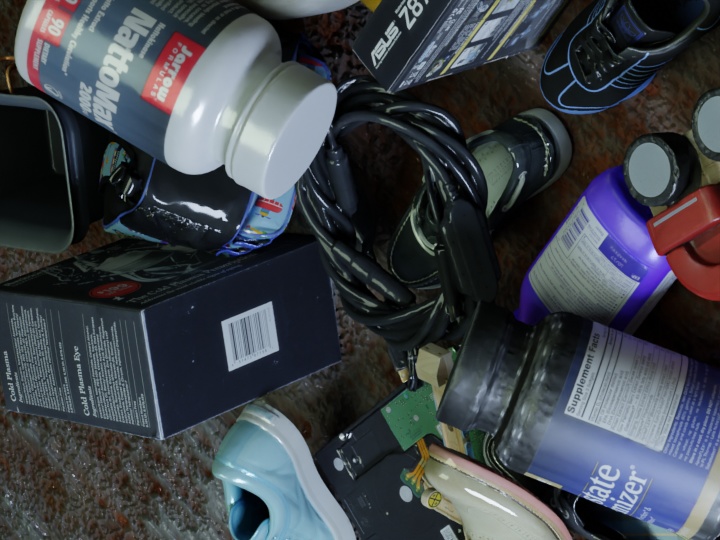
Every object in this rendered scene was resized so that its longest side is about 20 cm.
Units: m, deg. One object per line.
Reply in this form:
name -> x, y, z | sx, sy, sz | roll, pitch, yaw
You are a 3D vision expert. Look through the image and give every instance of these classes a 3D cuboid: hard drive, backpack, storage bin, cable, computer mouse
hard drive -> 0.062, 0.149, 1.763 | 0.200, 0.038, 0.140 | -43, 74, 44
backpack -> -0.120, -0.096, 1.766 | 0.200, 0.134, 0.183 | 155, 134, -71
storage bin -> -0.254, -0.106, 1.909 | 0.200, 0.134, 0.146 | 8, 109, 41
cable -> 0.022, -0.042, 1.643 | 0.163, 0.051, 0.200 | -3, 113, 49
computer mouse -> 0.000, 0.000, 1.739 | 0.059, 0.034, 0.200 | 115, 136, -58

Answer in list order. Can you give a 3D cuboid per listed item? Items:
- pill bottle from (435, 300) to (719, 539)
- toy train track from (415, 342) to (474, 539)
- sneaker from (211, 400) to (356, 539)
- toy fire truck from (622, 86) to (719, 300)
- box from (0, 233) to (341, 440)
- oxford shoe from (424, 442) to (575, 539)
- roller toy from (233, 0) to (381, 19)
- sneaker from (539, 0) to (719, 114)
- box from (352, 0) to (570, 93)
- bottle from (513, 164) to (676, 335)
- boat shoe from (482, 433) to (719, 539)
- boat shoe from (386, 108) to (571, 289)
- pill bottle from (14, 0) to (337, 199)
pill bottle -> 0.156, 0.093, 1.543 | 0.200, 0.112, 0.112 | 21, 123, 2
toy train track -> 0.064, 0.146, 1.675 | 0.115, 0.033, 0.200 | 23, 134, 48
sneaker -> -0.068, 0.188, 1.820 | 0.074, 0.082, 0.200 | 21, 150, 40
toy fire truck -> 0.284, -0.021, 1.447 | 0.176, 0.129, 0.200 | -34, 70, 45
box -> -0.151, 0.042, 1.814 | 0.182, 0.200, 0.104 | 5, 109, 42
oxford shoe -> 0.103, 0.191, 1.607 | 0.200, 0.074, 0.071 | 43, 170, -30
roller toy -> -0.031, -0.270, 1.633 | 0.200, 0.140, 0.183 | 13, 109, 30
sneaker -> 0.173, -0.156, 1.519 | 0.200, 0.078, 0.070 | -36, 78, 44
box -> 0.102, -0.208, 1.511 | 0.049, 0.161, 0.200 | 52, 134, 18
bottle -> 0.153, 0.018, 1.609 | 0.084, 0.065, 0.200 | 51, 133, 22
boat shoe -> 0.164, 0.157, 1.620 | 0.200, 0.066, 0.070 | 31, 102, 23
boat shoe -> 0.068, -0.046, 1.671 | 0.076, 0.060, 0.200 | 53, 134, 14
pill bottle -> -0.122, -0.135, 1.596 | 0.200, 0.120, 0.120 | 30, 125, 15
